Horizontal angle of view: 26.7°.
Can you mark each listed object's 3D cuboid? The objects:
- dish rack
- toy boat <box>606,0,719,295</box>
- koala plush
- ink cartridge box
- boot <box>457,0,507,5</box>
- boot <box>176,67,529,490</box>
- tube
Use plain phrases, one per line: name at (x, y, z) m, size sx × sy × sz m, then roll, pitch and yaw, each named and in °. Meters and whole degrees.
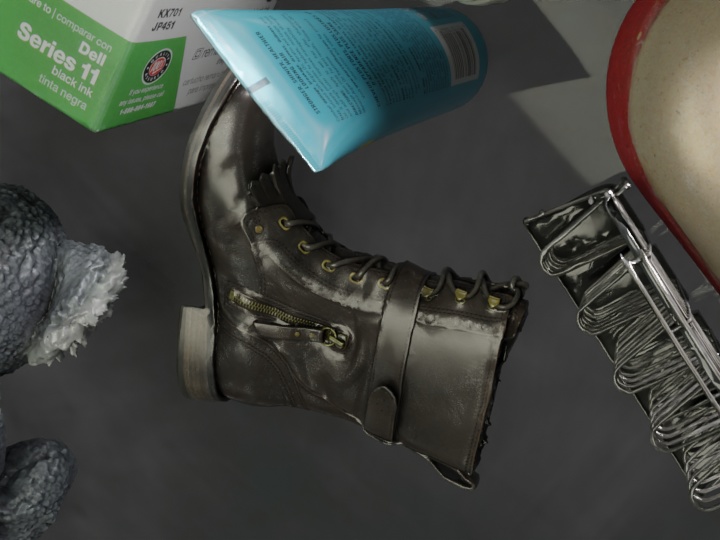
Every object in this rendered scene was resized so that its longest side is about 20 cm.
dish rack at (0.126, 0.032, 0.632) m, size 0.054 × 0.200 × 0.154 m, roll -34°, pitch 88°, yaw 10°
toy boat at (0.175, -0.048, 0.636) m, size 0.131 × 0.131 × 0.200 m, roll -45°, pitch 117°, yaw -6°
koala plush at (-0.221, 0.039, 0.808) m, size 0.177 × 0.184 × 0.200 m, roll 39°, pitch 102°, yaw 11°
ink cartridge box at (-0.080, -0.177, 0.700) m, size 0.083 × 0.147 × 0.201 m, roll 33°, pitch 113°, yaw 12°
boot at (0.052, -0.214, 0.628) m, size 0.072 × 0.144 × 0.201 m, roll 41°, pitch 114°, yaw 39°
boot at (0.000, 0.000, 0.757) m, size 0.173 × 0.069 × 0.201 m, roll 10°, pitch 109°, yaw 16°
tube at (0.000, -0.085, 0.655) m, size 0.077 × 0.200 × 0.050 m, roll 47°, pitch 114°, yaw 9°
